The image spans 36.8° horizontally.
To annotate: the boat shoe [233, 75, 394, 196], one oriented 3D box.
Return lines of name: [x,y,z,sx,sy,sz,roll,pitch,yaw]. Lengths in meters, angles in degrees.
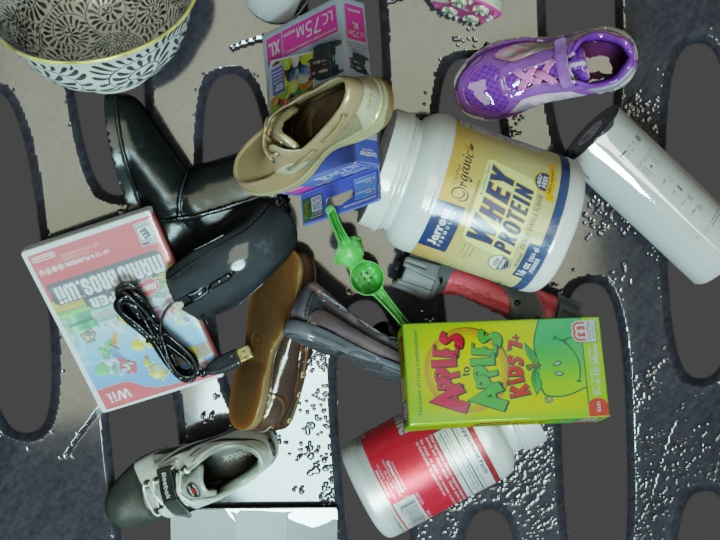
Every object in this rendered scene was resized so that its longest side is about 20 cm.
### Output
boat shoe: [-0.060,-0.130,1.003,0.200,0.064,0.071,-29,67,38]

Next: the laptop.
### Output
laptop: [-0.115,0.368,1.161,0.187,0.116,0.201,0,99,-4]

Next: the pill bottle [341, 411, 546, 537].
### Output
pill bottle: [0.090,0.189,1.146,0.200,0.112,0.112,-28,99,1]

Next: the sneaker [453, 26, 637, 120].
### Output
sneaker: [0.195,-0.205,1.104,0.200,0.088,0.081,-13,101,0]

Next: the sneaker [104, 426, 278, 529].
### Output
sneaker: [-0.185,0.220,1.145,0.200,0.089,0.074,-26,93,1]

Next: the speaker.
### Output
speaker: [0.311,-0.077,1.134,0.200,0.081,0.081,41,95,-9]

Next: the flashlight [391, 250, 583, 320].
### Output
flashlight: [0.133,0.031,1.147,0.200,0.068,0.068,20,93,-7]

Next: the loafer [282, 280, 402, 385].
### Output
loafer: [0.012,0.071,1.125,0.200,0.072,0.063,25,74,-32]

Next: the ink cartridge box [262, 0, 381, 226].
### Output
ink cartridge box: [-0.039,-0.153,1.059,0.042,0.119,0.201,1,79,-45]

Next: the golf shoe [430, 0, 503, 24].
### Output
golf shoe: [0.063,-0.324,1.086,0.200,0.075,0.092,22,85,-21]

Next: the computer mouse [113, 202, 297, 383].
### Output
computer mouse: [-0.134,0.032,1.088,0.200,0.046,0.141,-31,111,1]

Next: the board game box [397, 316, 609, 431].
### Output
board game box: [0.141,0.103,1.082,0.199,0.048,0.102,-2,76,-6]

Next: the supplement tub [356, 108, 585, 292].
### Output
supplement tub: [0.109,-0.073,1.090,0.200,0.144,0.145,18,97,-6]

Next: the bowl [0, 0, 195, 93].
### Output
bowl: [-0.250,-0.235,1.052,0.200,0.201,0.094,-6,143,-2]

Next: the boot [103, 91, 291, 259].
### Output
boot: [-0.162,-0.100,1.106,0.162,0.073,0.199,-12,107,1]

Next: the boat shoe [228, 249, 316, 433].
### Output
boat shoe: [-0.083,0.075,1.146,0.070,0.070,0.200,9,101,-43]

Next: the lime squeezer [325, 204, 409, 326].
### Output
lime squeezer: [0.000,0.000,1.104,0.038,0.071,0.200,-30,123,5]

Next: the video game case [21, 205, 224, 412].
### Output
video game case: [-0.243,0.044,1.120,0.143,0.017,0.200,-17,114,7]

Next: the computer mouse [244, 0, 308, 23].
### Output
computer mouse: [-0.055,-0.344,1.089,0.109,0.044,0.200,23,97,-8]
